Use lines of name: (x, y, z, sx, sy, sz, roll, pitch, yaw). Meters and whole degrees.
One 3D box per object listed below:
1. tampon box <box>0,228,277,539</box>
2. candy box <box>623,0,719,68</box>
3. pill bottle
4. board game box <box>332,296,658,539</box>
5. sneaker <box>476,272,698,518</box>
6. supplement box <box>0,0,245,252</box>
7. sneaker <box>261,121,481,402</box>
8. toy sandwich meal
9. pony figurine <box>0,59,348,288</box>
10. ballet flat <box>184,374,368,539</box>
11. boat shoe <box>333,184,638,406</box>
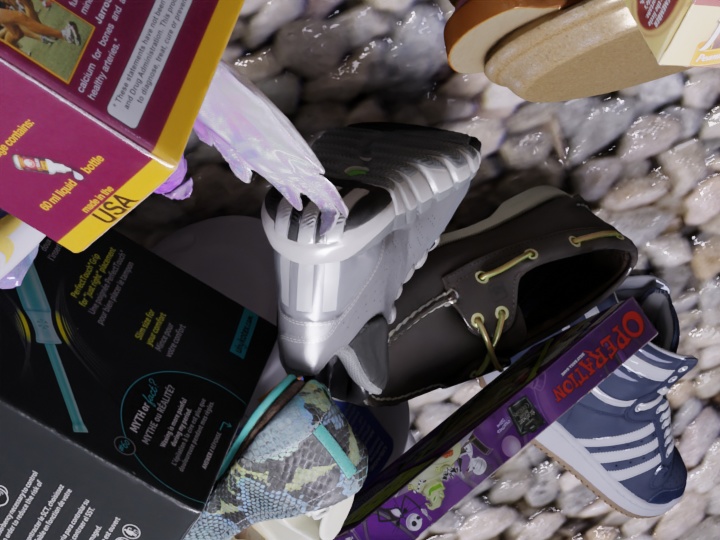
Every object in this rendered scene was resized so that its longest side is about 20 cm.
tampon box: (-0.165, 0.056, 1.272, 0.200, 0.150, 0.126, 31, 125, -6)
candy box: (0.146, -0.170, 1.177, 0.115, 0.200, 0.055, 0, 137, -27)
pill bottle: (-0.041, 0.066, 1.449, 0.112, 0.112, 0.200, -27, 143, 6)
board game box: (0.051, 0.090, 1.397, 0.200, 0.032, 0.120, -38, -174, -26)
sneaker: (0.161, 0.071, 1.595, 0.108, 0.070, 0.200, -35, 139, 19)
supplement box: (-0.153, -0.112, 1.049, 0.200, 0.110, 0.086, 32, 142, -17)
sneaker: (0.000, 0.000, 1.330, 0.200, 0.075, 0.116, -34, 131, -63)
toy sandwich meal: (0.132, -0.136, 1.293, 0.205, 0.070, 0.205, -17, 173, -2)
pony figurine: (-0.110, -0.084, 1.198, 0.200, 0.167, 0.193, -38, 114, -5)
ballet flat: (-0.044, 0.110, 1.315, 0.074, 0.074, 0.200, -9, 165, -17)
boat shoe: (0.062, 0.017, 1.412, 0.201, 0.061, 0.072, -33, 139, -39)
